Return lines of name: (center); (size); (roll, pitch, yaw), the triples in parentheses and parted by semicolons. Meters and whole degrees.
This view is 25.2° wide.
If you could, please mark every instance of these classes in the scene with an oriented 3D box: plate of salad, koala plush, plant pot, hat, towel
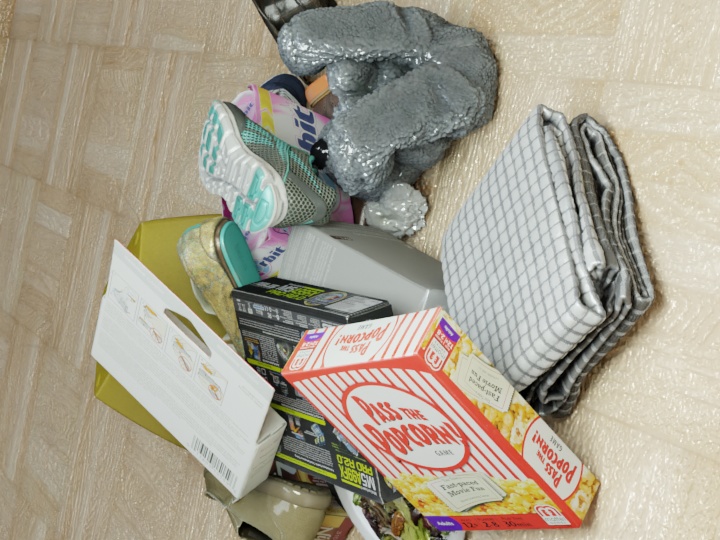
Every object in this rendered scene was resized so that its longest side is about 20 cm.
plate of salad: (0.019, 0.172, 1.398); (0.200, 0.048, 0.200); (25, 122, 46)
koala plush: (0.024, -0.129, 1.472); (0.200, 0.184, 0.177); (106, 144, -58)
plant pot: (-0.159, 0.057, 1.603); (0.200, 0.176, 0.200); (128, 149, -47)
hat: (-0.072, -0.295, 1.767); (0.081, 0.201, 0.201); (-32, 38, 4)
towel: (0.143, -0.001, 1.232); (0.166, 0.086, 0.200); (-52, 35, 42)

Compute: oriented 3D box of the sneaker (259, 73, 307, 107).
sneaker: (-0.084, -0.167, 1.731); (0.108, 0.070, 0.200); (-40, 15, 42)

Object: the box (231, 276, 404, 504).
box: (-0.031, 0.095, 1.350); (0.200, 0.044, 0.160); (10, 114, 58)

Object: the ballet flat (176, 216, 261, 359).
ballet flat: (-0.107, 0.042, 1.460); (0.071, 0.071, 0.200); (29, 147, 63)

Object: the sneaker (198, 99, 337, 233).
sneaker: (-0.084, -0.089, 1.445); (0.200, 0.091, 0.078); (56, 134, 50)

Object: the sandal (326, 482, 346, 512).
sandal: (0.001, 0.137, 1.489); (0.075, 0.048, 0.201); (15, 120, 38)

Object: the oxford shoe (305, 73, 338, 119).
oxford shoe: (0.013, -0.178, 1.605); (0.200, 0.071, 0.073); (-29, 76, 63)

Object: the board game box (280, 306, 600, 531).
board game box: (0.059, 0.116, 1.198); (0.151, 0.200, 0.046); (-13, 38, 49)

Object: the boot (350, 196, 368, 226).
boot: (0.000, 0.000, 1.563); (0.186, 0.064, 0.200); (-8, 69, 61)

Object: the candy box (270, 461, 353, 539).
candy box: (-0.065, 0.201, 1.623); (0.117, 0.056, 0.200); (-59, 34, 36)

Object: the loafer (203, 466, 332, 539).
loafer: (-0.099, 0.224, 1.533); (0.200, 0.076, 0.067); (-2, 72, 63)

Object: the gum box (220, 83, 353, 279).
gum box: (-0.072, -0.077, 1.549); (0.066, 0.113, 0.200); (-36, 46, 34)

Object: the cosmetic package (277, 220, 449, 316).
cosmetic package: (0.025, 0.026, 1.390); (0.200, 0.107, 0.090); (25, 104, 47)

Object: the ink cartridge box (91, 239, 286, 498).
ink cartridge box: (-0.145, 0.079, 1.397); (0.200, 0.044, 0.174); (42, 141, 17)
